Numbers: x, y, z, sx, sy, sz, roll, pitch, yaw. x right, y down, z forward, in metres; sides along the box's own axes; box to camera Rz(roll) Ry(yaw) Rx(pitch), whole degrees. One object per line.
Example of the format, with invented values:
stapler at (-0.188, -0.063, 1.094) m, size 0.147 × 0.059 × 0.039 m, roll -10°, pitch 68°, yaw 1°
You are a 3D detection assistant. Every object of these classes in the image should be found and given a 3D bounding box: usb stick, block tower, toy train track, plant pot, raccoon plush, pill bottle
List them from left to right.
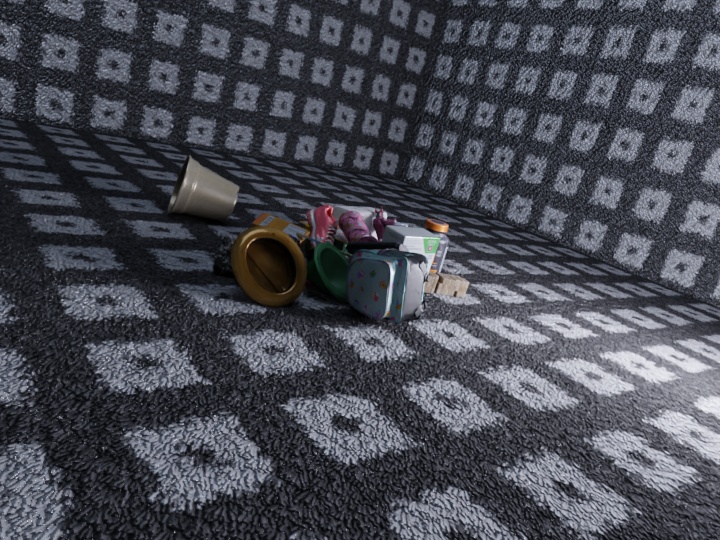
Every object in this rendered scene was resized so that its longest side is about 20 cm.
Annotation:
plant pot at (-0.508, -0.248, 1.821) m, size 0.183 × 0.201 × 0.200 m, roll 20°, pitch 13°, yaw -25°
raccoon plush at (-0.295, -0.036, 1.442) m, size 0.134 × 0.097 × 0.200 m, roll 19°, pitch 16°, yaw -6°
toy train track at (-0.091, -0.054, 1.556) m, size 0.200 × 0.033 × 0.115 m, roll 24°, pitch 1°, yaw -6°
usb stick at (0.041, -0.055, 1.465) m, size 0.200 × 0.033 × 0.055 m, roll 3°, pitch -26°, yaw 47°
pill bottle at (0.216, -0.059, 1.752) m, size 0.106 × 0.200 × 0.106 m, roll 13°, pitch 16°, yaw -4°
block tower at (0.229, 0.039, 1.703) m, size 0.200 × 0.058 × 0.054 m, roll 10°, pitch 17°, yaw -22°

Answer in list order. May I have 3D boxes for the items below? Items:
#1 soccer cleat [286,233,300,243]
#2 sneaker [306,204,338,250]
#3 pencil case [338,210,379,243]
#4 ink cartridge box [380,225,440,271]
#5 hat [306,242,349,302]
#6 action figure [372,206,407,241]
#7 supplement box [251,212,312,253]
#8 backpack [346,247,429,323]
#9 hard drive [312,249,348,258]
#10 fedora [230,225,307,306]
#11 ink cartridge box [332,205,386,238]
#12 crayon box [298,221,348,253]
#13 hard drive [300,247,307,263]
soccer cleat at (-0.225, -0.067, 1.476) m, size 0.084 × 0.065 × 0.200 m, roll 15°, pitch 7°, yaw 9°
sneaker at (-0.104, -0.118, 1.667) m, size 0.074 × 0.087 × 0.200 m, roll 36°, pitch 32°, yaw -53°
pencil case at (-0.005, -0.106, 1.655) m, size 0.086 × 0.083 × 0.200 m, roll -1°, pitch 28°, yaw -16°
ink cartridge box at (0.117, -0.015, 1.529) m, size 0.147 × 0.200 × 0.083 m, roll -1°, pitch 26°, yaw -41°
hat at (-0.130, 0.031, 1.473) m, size 0.200 × 0.176 × 0.166 m, roll 56°, pitch 27°, yaw -7°
action figure at (0.074, -0.117, 1.876) m, size 0.149 × 0.200 × 0.134 m, roll -14°, pitch -9°, yaw -31°
supplement box at (-0.242, -0.111, 1.733) m, size 0.200 × 0.067 × 0.069 m, roll 25°, pitch 53°, yaw 28°
backpack at (0.049, 0.032, 1.356) m, size 0.153 × 0.176 × 0.200 m, roll -3°, pitch 12°, yaw -38°
hard drive at (-0.053, -0.043, 1.764) m, size 0.200 × 0.033 × 0.140 m, roll 12°, pitch 17°, yaw -8°
fedora at (-0.226, -0.004, 1.323) m, size 0.200 × 0.201 × 0.082 m, roll 5°, pitch -18°, yaw -30°
ink cartridge box at (-0.012, -0.143, 1.928) m, size 0.083 × 0.147 × 0.200 m, roll 25°, pitch 18°, yaw 35°
crayon box at (-0.093, -0.104, 1.784) m, size 0.200 × 0.052 × 0.126 m, roll 26°, pitch 20°, yaw 32°
hard drive at (-0.250, -0.050, 1.601) m, size 0.200 × 0.042 × 0.135 m, roll 11°, pitch 17°, yaw -12°
